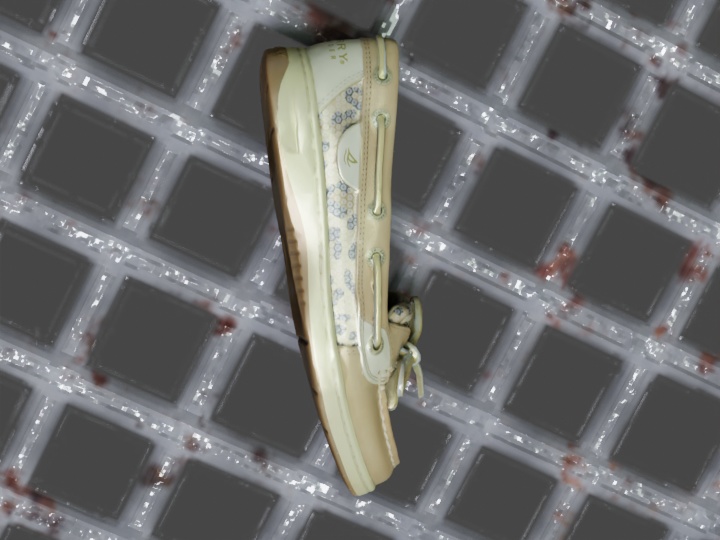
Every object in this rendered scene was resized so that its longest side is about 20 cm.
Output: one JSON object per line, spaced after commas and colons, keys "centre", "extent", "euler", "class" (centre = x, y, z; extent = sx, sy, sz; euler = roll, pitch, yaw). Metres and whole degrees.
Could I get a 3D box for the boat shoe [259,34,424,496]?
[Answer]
{"centre": [0.000, 0.000, 0.919], "extent": [0.062, 0.073, 0.202], "euler": [-10, 107, -6], "class": "boat shoe"}
